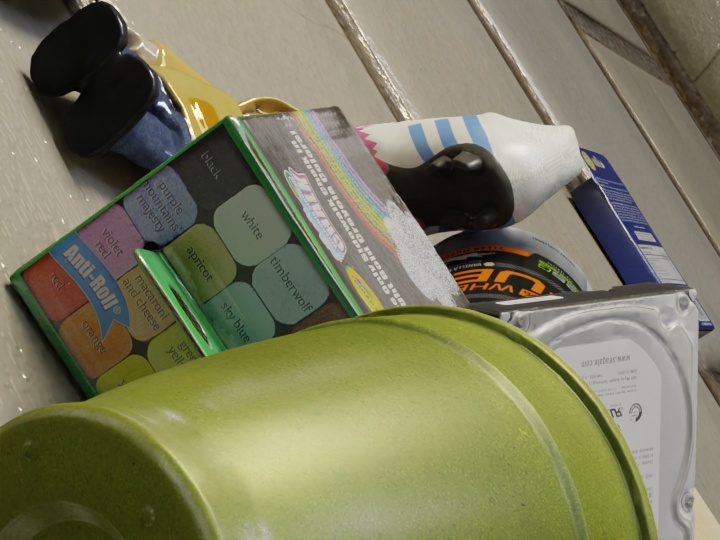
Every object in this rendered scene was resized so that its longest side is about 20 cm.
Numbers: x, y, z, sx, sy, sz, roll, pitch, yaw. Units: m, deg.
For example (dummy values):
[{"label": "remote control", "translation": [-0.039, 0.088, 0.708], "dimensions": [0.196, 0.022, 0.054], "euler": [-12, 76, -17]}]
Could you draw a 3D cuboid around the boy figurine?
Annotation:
[{"label": "boy figurine", "translation": [-0.082, -0.068, 1.107], "dimensions": [0.200, 0.064, 0.124], "euler": [21, 34, -58]}]

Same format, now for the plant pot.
[{"label": "plant pot", "translation": [-0.033, 0.107, 0.712], "dimensions": [0.193, 0.200, 0.201], "euler": [6, 50, -54]}]

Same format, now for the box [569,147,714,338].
[{"label": "box", "translation": [0.254, -0.023, 2.013], "dimensions": [0.200, 0.032, 0.121], "euler": [60, 17, 12]}]

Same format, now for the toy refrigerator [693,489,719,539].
[{"label": "toy refrigerator", "translation": [0.164, 0.180, 1.289], "dimensions": [0.070, 0.076, 0.200], "euler": [57, 17, 8]}]

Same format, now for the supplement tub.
[{"label": "supplement tub", "translation": [0.069, 0.061, 1.170], "dimensions": [0.123, 0.122, 0.200], "euler": [51, 16, -12]}]

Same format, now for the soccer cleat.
[{"label": "soccer cleat", "translation": [0.047, -0.055, 1.252], "dimensions": [0.086, 0.200, 0.070], "euler": [-25, 108, -33]}]

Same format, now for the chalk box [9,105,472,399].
[{"label": "chalk box", "translation": [-0.053, 0.014, 0.924], "dimensions": [0.125, 0.124, 0.200], "euler": [57, 17, 4]}]

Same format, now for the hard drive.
[{"label": "hard drive", "translation": [0.106, 0.111, 1.050], "dimensions": [0.139, 0.038, 0.201], "euler": [-5, 99, -40]}]
